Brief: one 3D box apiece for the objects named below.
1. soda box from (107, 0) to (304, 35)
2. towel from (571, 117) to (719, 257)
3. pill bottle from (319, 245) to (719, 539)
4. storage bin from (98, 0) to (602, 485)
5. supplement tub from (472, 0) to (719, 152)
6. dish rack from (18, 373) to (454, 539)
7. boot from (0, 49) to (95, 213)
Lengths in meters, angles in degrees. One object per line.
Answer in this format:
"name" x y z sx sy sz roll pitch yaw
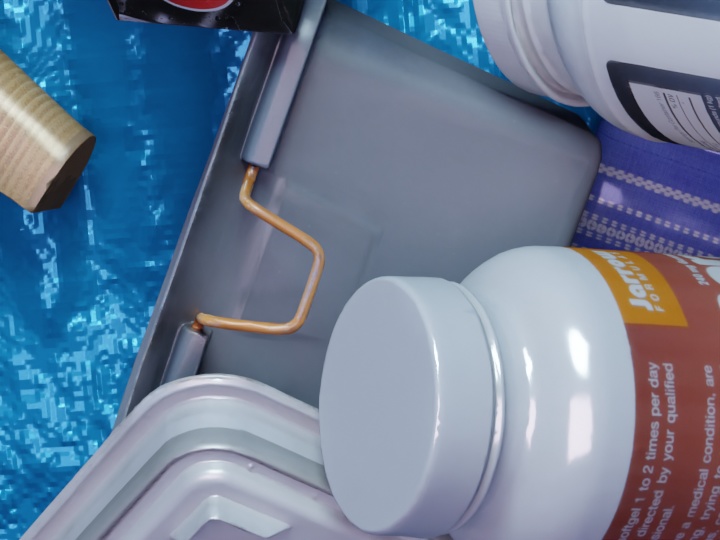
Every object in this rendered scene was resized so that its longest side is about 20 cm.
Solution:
"soda box" -0.036 -0.180 1.017 0.070 0.063 0.201 6 57 15
"towel" 0.128 0.049 1.097 0.144 0.024 0.201 20 99 7
"pill bottle" 0.092 0.049 0.992 0.199 0.112 0.113 4 98 -28
"storage bin" 0.000 0.000 1.060 0.134 0.146 0.201 18 99 -4
"supplement tub" 0.152 -0.104 0.972 0.199 0.140 0.141 14 99 35
"dish rack" -0.023 0.131 1.050 0.199 0.044 0.172 26 127 -23
"boot" -0.208 -0.017 1.122 0.144 0.071 0.202 34 95 9
